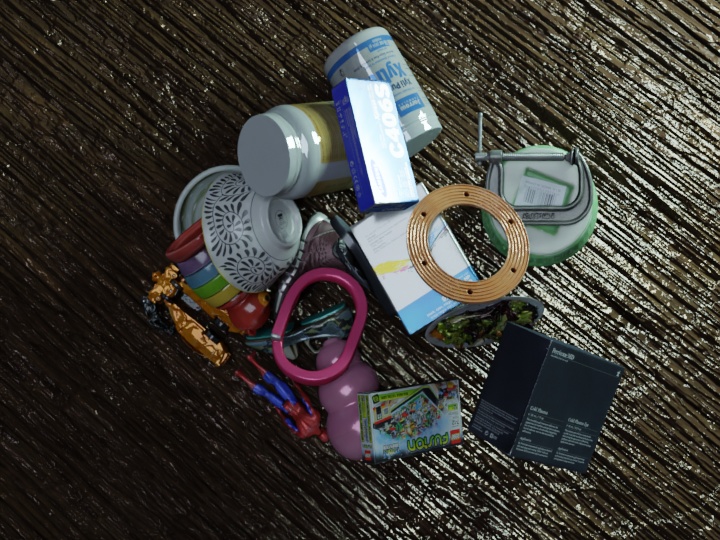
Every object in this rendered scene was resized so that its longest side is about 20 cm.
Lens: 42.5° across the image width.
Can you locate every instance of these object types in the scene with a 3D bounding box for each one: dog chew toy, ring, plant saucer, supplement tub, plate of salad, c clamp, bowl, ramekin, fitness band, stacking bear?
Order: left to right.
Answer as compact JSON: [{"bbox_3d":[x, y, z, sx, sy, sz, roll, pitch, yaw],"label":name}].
[{"bbox_3d":[-0.224,0.016,1.554,0.112,0.122,0.201,-29,110,24],"label":"stacking bear"},{"bbox_3d":[-0.229,-0.082,1.625,0.195,0.050,0.205,-1,94,-9],"label":"plant saucer"},{"bbox_3d":[-0.157,-0.072,1.507,0.093,0.199,0.206,-14,86,36],"label":"bowl"},{"bbox_3d":[-0.083,-0.192,1.472,0.143,0.198,0.148,12,108,40],"label":"supplement tub"},{"bbox_3d":[-0.066,0.090,1.526,0.141,0.038,0.203,19,65,5],"label":"fitness band"},{"bbox_3d":[-0.015,0.210,1.556,0.122,0.124,0.204,-22,85,8],"label":"dog chew toy"},{"bbox_3d":[0.036,-0.291,1.560,0.131,0.132,0.202,-32,83,7],"label":"supplement tub"},{"bbox_3d":[0.165,-0.041,1.433,0.195,0.019,0.205,4,64,-7],"label":"ring"},{"bbox_3d":[0.201,0.094,1.487,0.196,0.201,0.049,-15,64,9],"label":"plate of salad"},{"bbox_3d":[0.273,-0.156,1.467,0.195,0.027,0.175,7,90,11],"label":"c clamp"},{"bbox_3d":[0.295,-0.109,1.525,0.195,0.098,0.205,0,88,10],"label":"ramekin"}]

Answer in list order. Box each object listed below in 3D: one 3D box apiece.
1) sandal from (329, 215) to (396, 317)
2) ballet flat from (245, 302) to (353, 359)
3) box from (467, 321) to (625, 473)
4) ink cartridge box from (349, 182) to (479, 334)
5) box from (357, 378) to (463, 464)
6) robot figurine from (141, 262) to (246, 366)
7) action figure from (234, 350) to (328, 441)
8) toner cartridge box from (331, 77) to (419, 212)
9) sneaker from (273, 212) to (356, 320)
[{"bbox_3d":[0.000,0.001,1.552,0.042,0.076,0.202,-30,109,3],"label":"sandal"},{"bbox_3d":[-0.103,0.118,1.607,0.196,0.074,0.076,-17,85,12],"label":"ballet flat"},{"bbox_3d":[0.295,0.202,1.461,0.103,0.198,0.186,24,93,52],"label":"box"},{"bbox_3d":[0.096,-0.017,1.532,0.143,0.147,0.203,-31,83,5],"label":"ink cartridge box"},{"bbox_3d":[0.084,0.244,1.517,0.034,0.197,0.113,-8,86,51],"label":"box"},{"bbox_3d":[-0.293,0.069,1.643,0.199,0.058,0.146,40,95,8],"label":"robot figurine"},{"bbox_3d":[-0.129,0.227,1.615,0.200,0.052,0.066,44,101,3],"label":"action figure"},{"bbox_3d":[0.023,-0.194,1.436,0.043,0.094,0.205,-24,76,50],"label":"toner cartridge box"},{"bbox_3d":[-0.070,0.011,1.599,0.114,0.076,0.204,23,92,7],"label":"sneaker"}]
